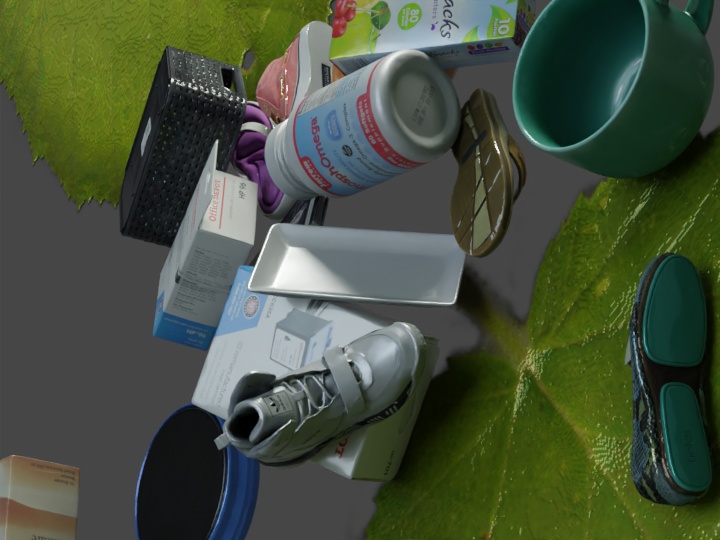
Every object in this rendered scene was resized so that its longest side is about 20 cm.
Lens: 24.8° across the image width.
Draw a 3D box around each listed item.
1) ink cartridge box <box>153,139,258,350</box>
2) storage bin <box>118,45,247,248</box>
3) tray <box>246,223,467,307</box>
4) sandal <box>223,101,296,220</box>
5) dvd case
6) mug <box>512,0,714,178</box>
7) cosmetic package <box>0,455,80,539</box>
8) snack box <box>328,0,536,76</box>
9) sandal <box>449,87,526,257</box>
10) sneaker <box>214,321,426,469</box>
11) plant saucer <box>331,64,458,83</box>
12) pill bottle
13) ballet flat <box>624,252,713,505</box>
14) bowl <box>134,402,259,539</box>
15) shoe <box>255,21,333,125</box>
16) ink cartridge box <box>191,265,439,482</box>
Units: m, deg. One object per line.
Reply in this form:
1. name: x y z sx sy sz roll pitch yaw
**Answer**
1. ink cartridge box: -0.163 -0.027 1.792 0.117 0.067 0.201 -92 23 -51
2. storage bin: -0.207 -0.138 1.881 0.136 0.093 0.202 -106 33 -60
3. tray: 0.000 0.000 1.541 0.108 0.197 0.022 -73 -17 -49
4. sandal: -0.122 -0.135 1.857 0.083 0.049 0.203 -58 38 19
5. dvd case: -0.090 -0.012 1.739 0.201 0.016 0.149 -52 13 27
6. mug: 0.228 -0.160 1.351 0.184 0.114 0.154 -27 55 43
7. cosmetic package: -0.408 0.338 1.993 0.087 0.103 0.202 -26 57 46
8. snack box: 0.073 -0.268 1.590 0.198 0.053 0.144 -3 70 28
9. sandal: 0.123 -0.091 1.520 0.080 0.054 0.201 -49 27 35
10. sneaker: -0.037 0.111 1.445 0.199 0.115 0.076 -35 69 19
11. plant saucer: 0.044 -0.229 1.689 0.199 0.037 0.202 -27 55 44
12. pill bottle: -0.004 -0.134 1.598 0.199 0.108 0.110 -21 60 48
13. ballet flat: 0.234 0.087 1.285 0.074 0.074 0.202 -23 55 46
14. bowl: -0.183 0.240 1.790 0.200 0.039 0.203 -25 56 45
15. shoe: -0.064 -0.171 1.780 0.091 0.071 0.202 -37 41 41
16. ink cartridge box: -0.043 0.098 1.567 0.198 0.086 0.148 21 93 32
